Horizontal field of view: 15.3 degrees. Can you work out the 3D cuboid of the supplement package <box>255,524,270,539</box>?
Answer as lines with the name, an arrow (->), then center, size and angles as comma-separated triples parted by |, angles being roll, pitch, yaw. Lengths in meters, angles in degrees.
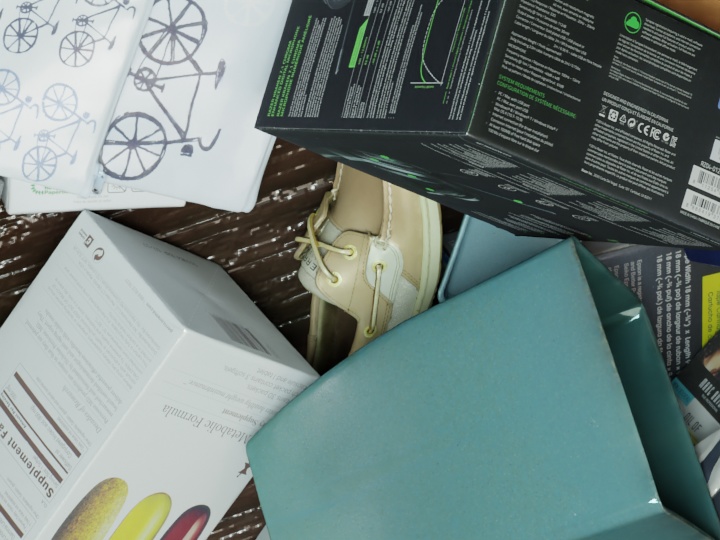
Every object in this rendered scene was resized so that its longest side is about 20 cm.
supplement package -> 0.001, 0.263, 1.485 | 0.147, 0.200, 0.192 | 25, 106, -30

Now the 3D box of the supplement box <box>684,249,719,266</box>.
supplement box -> 0.260, -0.090, 1.413 | 0.199, 0.109, 0.109 | -27, 106, -19

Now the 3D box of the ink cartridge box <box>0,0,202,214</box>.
ink cartridge box -> -0.127, -0.124, 1.328 | 0.094, 0.037, 0.201 | -3, 120, -19

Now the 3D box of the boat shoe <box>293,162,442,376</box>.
boat shoe -> 0.000, 0.000, 1.419 | 0.066, 0.074, 0.201 | -12, 120, -21

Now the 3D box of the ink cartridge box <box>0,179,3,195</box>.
ink cartridge box -> -0.253, 0.051, 1.281 | 0.083, 0.176, 0.201 | 25, 106, -11

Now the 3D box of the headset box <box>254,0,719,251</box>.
headset box -> 0.072, -0.080, 1.281 | 0.173, 0.200, 0.093 | 21, 82, -31

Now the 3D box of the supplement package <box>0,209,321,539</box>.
supplement package -> -0.136, 0.091, 1.379 | 0.113, 0.110, 0.200 | 22, 108, -48

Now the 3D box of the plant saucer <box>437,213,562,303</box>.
plant saucer -> 0.098, -0.068, 1.411 | 0.070, 0.019, 0.201 | 20, 87, -22

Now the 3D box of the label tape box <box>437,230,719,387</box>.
label tape box -> 0.145, 0.035, 1.499 | 0.199, 0.063, 0.145 | -13, 120, -16

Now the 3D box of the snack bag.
snack bag -> -0.108, -0.120, 1.306 | 0.199, 0.021, 0.189 | 13, 111, -27

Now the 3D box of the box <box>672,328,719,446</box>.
box -> 0.192, 0.100, 1.465 | 0.049, 0.082, 0.200 | 38, 97, -32

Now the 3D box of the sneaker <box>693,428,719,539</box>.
sneaker -> 0.263, 0.093, 1.364 | 0.199, 0.130, 0.080 | -33, 122, -3

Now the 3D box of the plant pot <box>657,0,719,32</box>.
plant pot -> 0.160, -0.186, 1.323 | 0.199, 0.140, 0.201 | -7, 109, -20

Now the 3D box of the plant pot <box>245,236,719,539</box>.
plant pot -> 0.056, 0.101, 1.340 | 0.199, 0.142, 0.141 | -23, 159, 14
